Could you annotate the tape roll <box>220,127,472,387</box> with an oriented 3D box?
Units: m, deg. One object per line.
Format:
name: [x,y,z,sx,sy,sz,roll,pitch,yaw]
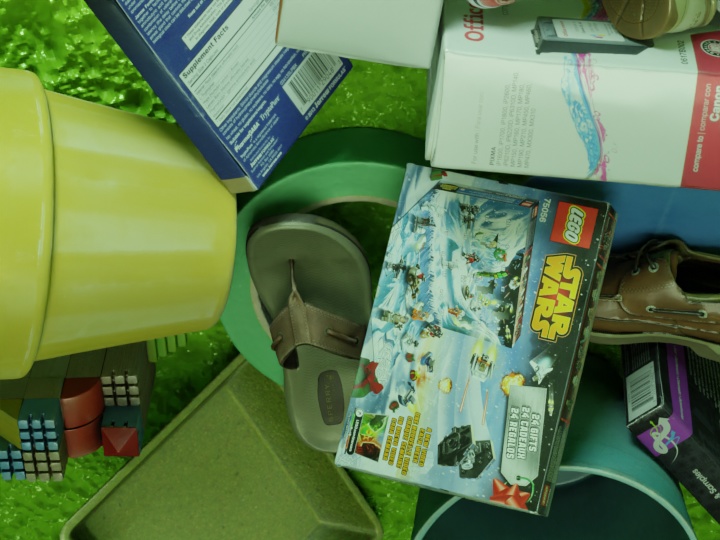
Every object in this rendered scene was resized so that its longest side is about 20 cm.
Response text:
tape roll: [0.000,0.000,1.524,0.199,0.048,0.201,1,123,2]

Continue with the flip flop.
flip flop: [-0.030,0.048,1.493,0.081,0.058,0.201,-4,123,5]

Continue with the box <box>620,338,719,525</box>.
box: [0.250,0.119,1.534,0.036,0.143,0.200,-34,115,24]

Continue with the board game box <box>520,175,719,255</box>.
board game box: [0.199,-0.053,1.459,0.199,0.039,0.158,4,156,0]

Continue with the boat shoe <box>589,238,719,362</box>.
boat shoe: [0.199,0.009,1.479,0.199,0.072,0.068,9,131,3]

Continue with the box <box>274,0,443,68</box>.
box: [0.013,-0.241,1.321,0.097,0.125,0.201,8,122,-3]

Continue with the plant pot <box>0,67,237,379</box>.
plant pot: [-0.186,-0.029,1.438,0.188,0.201,0.201,1,125,-18]

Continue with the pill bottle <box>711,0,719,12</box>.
pill bottle: [0.292,-0.231,1.323,0.113,0.113,0.200,25,120,-13]

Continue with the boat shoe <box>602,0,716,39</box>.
boat shoe: [0.166,-0.239,1.330,0.073,0.063,0.201,-5,96,49]

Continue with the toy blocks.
toy blocks: [-0.225,0.091,1.537,0.199,0.137,0.100,-1,123,2]

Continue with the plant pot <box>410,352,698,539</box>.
plant pot: [0.129,0.157,1.537,0.199,0.188,0.201,1,123,1]

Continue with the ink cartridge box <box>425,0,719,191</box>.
ink cartridge box: [0.144,-0.123,1.379,0.199,0.148,0.086,6,121,-2]

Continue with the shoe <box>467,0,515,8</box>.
shoe: [0.133,-0.217,1.266,0.071,0.091,0.200,-2,130,-51]

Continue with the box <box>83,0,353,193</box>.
box: [-0.096,-0.162,1.383,0.032,0.121,0.200,-2,132,47]

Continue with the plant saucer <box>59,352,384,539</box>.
plant saucer: [-0.106,0.184,1.598,0.200,0.048,0.200,-44,120,-21]

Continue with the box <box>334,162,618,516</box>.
box: [0.074,0.043,1.408,0.136,0.040,0.201,13,84,18]
